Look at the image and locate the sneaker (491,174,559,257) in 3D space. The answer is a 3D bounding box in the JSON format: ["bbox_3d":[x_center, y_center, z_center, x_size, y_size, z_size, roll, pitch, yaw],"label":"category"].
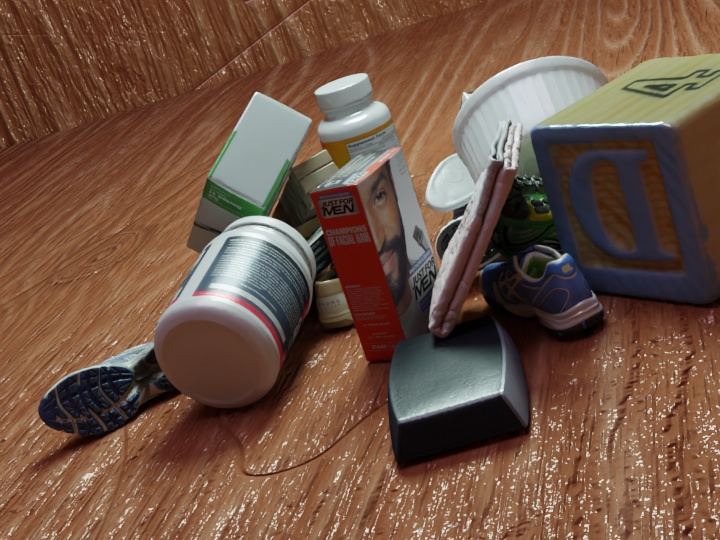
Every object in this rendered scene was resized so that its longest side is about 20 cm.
[{"bbox_3d":[0.220,-0.068,1.374,0.199,0.085,0.078,-12,48,-34],"label":"sneaker"}]

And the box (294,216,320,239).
[{"bbox_3d":[-0.142,0.003,1.596,0.199,0.021,0.164,-29,-9,-27],"label":"box"}]

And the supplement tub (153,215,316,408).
[{"bbox_3d":[-0.133,0.043,1.361,0.140,0.141,0.200,-11,29,23],"label":"supplement tub"}]

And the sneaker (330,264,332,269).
[{"bbox_3d":[0.012,-0.055,1.642,0.083,0.081,0.200,8,33,19],"label":"sneaker"}]

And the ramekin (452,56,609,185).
[{"bbox_3d":[0.216,-0.147,1.448,0.199,0.201,0.098,-18,55,4],"label":"ramekin"}]

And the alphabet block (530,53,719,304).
[{"bbox_3d":[0.326,-0.100,1.261,0.199,0.196,0.196,-30,23,-31],"label":"alphabet block"}]

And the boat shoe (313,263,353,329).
[{"bbox_3d":[0.000,0.000,1.502,0.074,0.067,0.200,-11,20,24],"label":"boat shoe"}]

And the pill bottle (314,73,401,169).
[{"bbox_3d":[0.002,-0.179,1.795,0.110,0.201,0.111,-17,18,6],"label":"pill bottle"}]

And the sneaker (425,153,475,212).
[{"bbox_3d":[0.146,-0.121,1.682,0.071,0.099,0.200,34,53,11],"label":"sneaker"}]

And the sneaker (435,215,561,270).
[{"bbox_3d":[0.183,-0.044,1.442,0.199,0.074,0.079,-13,-10,-3],"label":"sneaker"}]

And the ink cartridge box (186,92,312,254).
[{"bbox_3d":[-0.145,-0.107,1.557,0.147,0.083,0.200,-65,4,-28],"label":"ink cartridge box"}]

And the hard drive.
[{"bbox_3d":[0.087,0.104,1.157,0.134,0.043,0.200,-17,19,8],"label":"hard drive"}]

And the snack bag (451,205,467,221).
[{"bbox_3d":[0.201,-0.067,1.561,0.188,0.022,0.200,-14,19,14],"label":"snack bag"}]

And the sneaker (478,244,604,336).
[{"bbox_3d":[0.183,0.008,1.280,0.075,0.077,0.200,-28,17,-19],"label":"sneaker"}]

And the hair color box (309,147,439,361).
[{"bbox_3d":[0.025,-0.017,1.312,0.064,0.201,0.111,-7,22,33],"label":"hair color box"}]

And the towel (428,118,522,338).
[{"bbox_3d":[0.117,-0.049,1.257,0.032,0.192,0.200,21,21,2],"label":"towel"}]

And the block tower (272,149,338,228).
[{"bbox_3d":[-0.071,-0.088,1.607,0.058,0.054,0.200,-30,-9,-17],"label":"block tower"}]

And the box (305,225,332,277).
[{"bbox_3d":[-0.070,-0.007,1.507,0.200,0.035,0.110,-42,8,25],"label":"box"}]

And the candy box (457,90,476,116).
[{"bbox_3d":[0.248,-0.191,1.648,0.199,0.061,0.137,-12,51,-19],"label":"candy box"}]

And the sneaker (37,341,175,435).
[{"bbox_3d":[-0.281,0.134,1.423,0.199,0.077,0.085,-21,7,-28],"label":"sneaker"}]
